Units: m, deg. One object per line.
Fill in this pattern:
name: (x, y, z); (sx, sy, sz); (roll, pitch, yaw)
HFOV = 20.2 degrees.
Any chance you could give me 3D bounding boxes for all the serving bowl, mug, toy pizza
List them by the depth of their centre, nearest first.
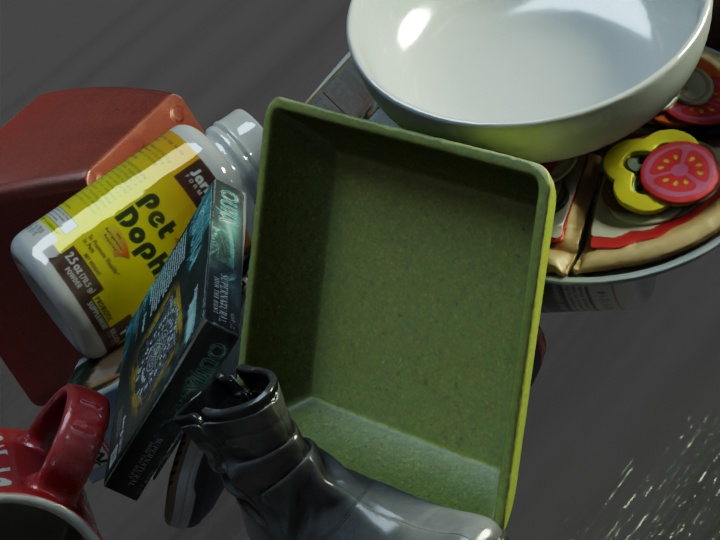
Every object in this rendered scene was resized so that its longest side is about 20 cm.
serving bowl: (0.095, -0.124, 1.107); (0.200, 0.066, 0.200); (-8, 45, 8)
toy pizza: (0.132, -0.071, 1.115); (0.200, 0.032, 0.200); (-8, 45, 9)
mug: (-0.200, 0.160, 1.231); (0.177, 0.134, 0.200); (-36, 13, -3)

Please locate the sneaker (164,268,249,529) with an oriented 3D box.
sneaker: (-0.046, 0.082, 1.278); (0.070, 0.108, 0.200); (139, 153, -80)

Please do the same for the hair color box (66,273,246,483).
hair color box: (-0.117, 0.067, 1.444); (0.200, 0.061, 0.099); (-27, 18, 17)

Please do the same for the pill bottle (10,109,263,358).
pill bottle: (-0.148, -0.032, 1.482); (0.200, 0.109, 0.109); (-36, 18, -12)

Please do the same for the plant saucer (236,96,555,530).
plant saucer: (0.025, 0.020, 1.088); (0.199, 0.200, 0.048); (18, 18, 40)

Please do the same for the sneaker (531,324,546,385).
sneaker: (0.024, 0.069, 1.197); (0.200, 0.075, 0.085); (-12, 19, 34)

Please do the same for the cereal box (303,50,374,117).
cereal box: (0.036, -0.172, 1.408); (0.144, 0.040, 0.200); (-50, 5, -30)

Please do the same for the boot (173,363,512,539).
boot: (-0.020, 0.112, 1.040); (0.200, 0.132, 0.070); (-9, 28, 52)

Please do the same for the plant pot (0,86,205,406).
plant pot: (-0.204, -0.037, 1.637); (0.176, 0.200, 0.200); (-16, 24, 41)

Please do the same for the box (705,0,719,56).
box: (0.317, -0.155, 1.135); (0.166, 0.164, 0.200); (-40, 19, -26)

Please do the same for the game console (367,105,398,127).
game console: (0.101, -0.089, 1.345); (0.177, 0.031, 0.200); (38, 80, 26)

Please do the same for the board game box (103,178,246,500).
board game box: (-0.117, 0.040, 1.302); (0.135, 0.028, 0.200); (-57, 16, 23)

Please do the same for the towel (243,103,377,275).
towel: (-0.051, -0.044, 1.552); (0.200, 0.022, 0.147); (-52, 7, 13)

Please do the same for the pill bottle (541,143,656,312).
pill bottle: (0.070, -0.030, 1.204); (0.200, 0.114, 0.114); (-3, 28, 19)
